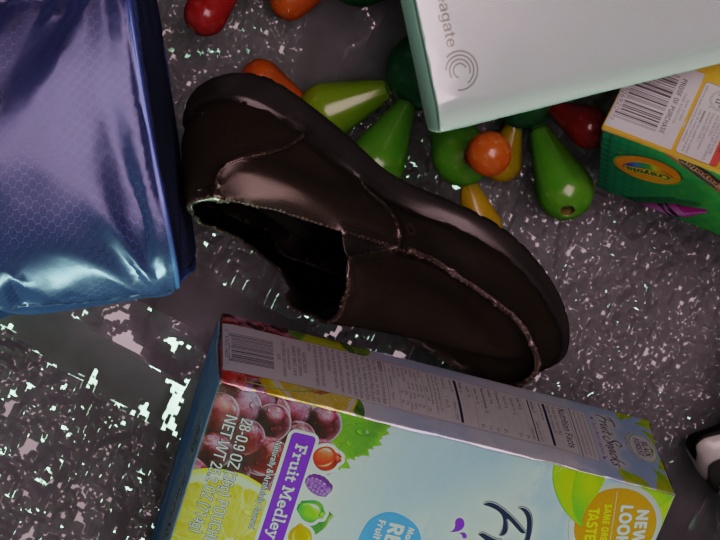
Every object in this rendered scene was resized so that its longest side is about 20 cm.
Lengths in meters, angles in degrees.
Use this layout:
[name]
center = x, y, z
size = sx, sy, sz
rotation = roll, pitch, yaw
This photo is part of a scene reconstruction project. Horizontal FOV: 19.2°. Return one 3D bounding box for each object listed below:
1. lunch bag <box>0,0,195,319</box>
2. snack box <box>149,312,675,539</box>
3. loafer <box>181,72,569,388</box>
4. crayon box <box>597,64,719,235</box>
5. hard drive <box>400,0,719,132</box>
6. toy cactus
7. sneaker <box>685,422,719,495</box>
[lunch bag]
center = -0.141, -0.049, 0.844
size = 0.131, 0.200, 0.137
rotation = -9, 92, -1
[snack box]
center = 0.012, 0.126, 0.913
size = 0.198, 0.068, 0.170
rotation = 13, 115, -11
[loafer]
center = 0.000, 0.000, 0.900
size = 0.199, 0.073, 0.072
rotation = 33, 55, -16
[crayon box]
center = 0.197, -0.110, 0.941
size = 0.118, 0.058, 0.201
rotation = 22, 71, 14
[hard drive]
center = 0.110, -0.144, 0.868
size = 0.198, 0.027, 0.133
rotation = -14, 100, -10
[toy cactus]
center = 0.037, -0.111, 0.943
size = 0.199, 0.102, 0.166
rotation = 31, 75, -1
[sneaker]
center = 0.221, 0.027, 0.983
size = 0.080, 0.074, 0.201
rotation = 29, 80, 2
